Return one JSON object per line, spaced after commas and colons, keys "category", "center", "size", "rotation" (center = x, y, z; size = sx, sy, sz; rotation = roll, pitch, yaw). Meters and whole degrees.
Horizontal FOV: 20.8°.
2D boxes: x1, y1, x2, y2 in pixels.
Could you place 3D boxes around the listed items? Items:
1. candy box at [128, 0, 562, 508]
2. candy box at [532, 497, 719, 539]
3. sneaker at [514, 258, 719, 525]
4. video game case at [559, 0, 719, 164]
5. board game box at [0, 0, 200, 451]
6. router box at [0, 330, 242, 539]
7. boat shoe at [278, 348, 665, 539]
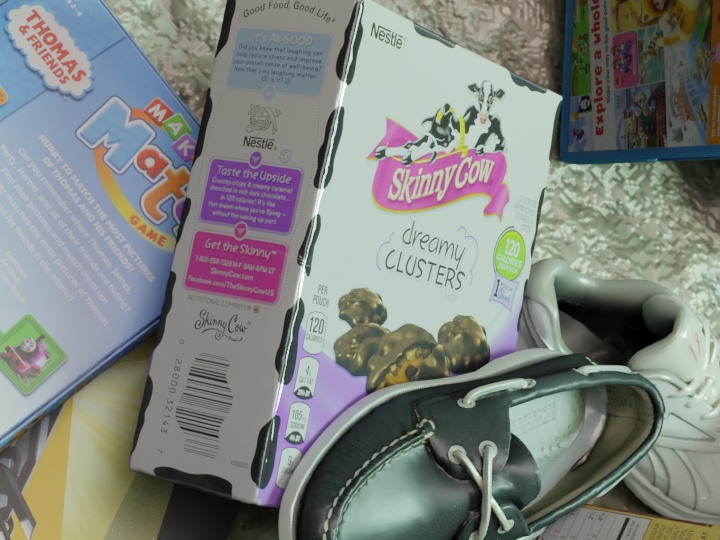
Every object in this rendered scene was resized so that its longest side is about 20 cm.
{"category": "candy box", "center": [0.000, 0.000, 0.828], "size": [0.167, 0.071, 0.202], "rotation": [16, 84, -54]}
{"category": "candy box", "center": [0.148, 0.155, 0.817], "size": [0.117, 0.199, 0.057], "rotation": [45, 64, -34]}
{"category": "sneaker", "center": [0.143, 0.056, 0.910], "size": [0.198, 0.099, 0.079], "rotation": [22, 60, -11]}
{"category": "video game case", "center": [0.177, -0.125, 0.915], "size": [0.018, 0.199, 0.145], "rotation": [4, 87, -45]}
{"category": "board game box", "center": [-0.154, -0.017, 0.815], "size": [0.199, 0.037, 0.152], "rotation": [-38, 88, -24]}
{"category": "router box", "center": [-0.121, 0.062, 0.853], "size": [0.156, 0.052, 0.202], "rotation": [26, 69, -9]}
{"category": "boat shoe", "center": [0.050, 0.077, 0.794], "size": [0.199, 0.060, 0.076], "rotation": [-28, 114, -44]}
